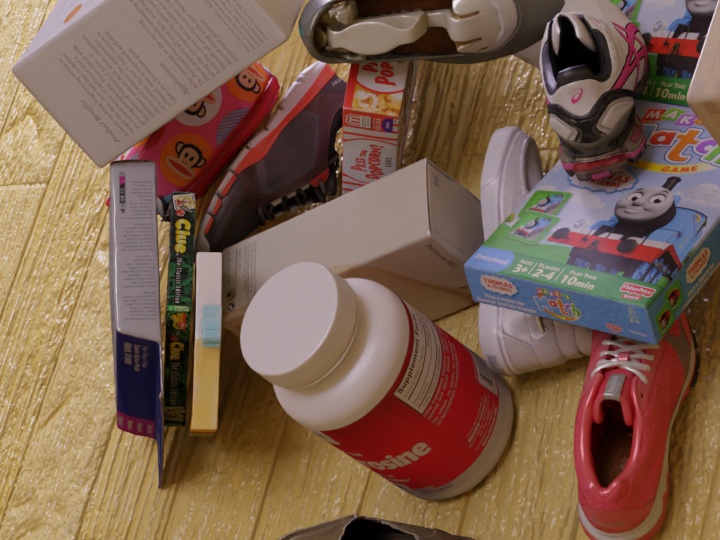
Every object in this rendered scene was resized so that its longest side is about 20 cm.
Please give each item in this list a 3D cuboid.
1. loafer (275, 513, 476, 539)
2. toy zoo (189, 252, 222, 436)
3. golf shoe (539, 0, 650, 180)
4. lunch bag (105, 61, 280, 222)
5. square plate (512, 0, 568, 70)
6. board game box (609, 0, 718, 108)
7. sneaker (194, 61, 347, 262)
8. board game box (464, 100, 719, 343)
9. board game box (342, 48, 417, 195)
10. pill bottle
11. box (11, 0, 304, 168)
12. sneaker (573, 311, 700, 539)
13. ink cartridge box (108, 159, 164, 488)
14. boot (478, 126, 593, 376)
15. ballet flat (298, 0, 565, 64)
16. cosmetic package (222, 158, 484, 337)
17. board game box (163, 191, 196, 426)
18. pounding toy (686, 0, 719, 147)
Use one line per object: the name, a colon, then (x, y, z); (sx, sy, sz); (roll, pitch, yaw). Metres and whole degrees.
loafer: (-0.003, 0.207, 1.540); (0.199, 0.067, 0.076); (-12, 57, 37)
toy zoo: (-0.118, 0.059, 1.650); (0.200, 0.020, 0.132); (131, 140, -83)
golf shoe: (0.163, -0.152, 1.518); (0.072, 0.092, 0.200); (-14, 33, 12)
lunch bag: (-0.151, -0.115, 1.818); (0.176, 0.082, 0.200); (-51, 12, 2)
square plate: (0.130, -0.258, 1.658); (0.201, 0.197, 0.028); (-67, 9, -14)
board game box: (0.255, -0.205, 1.594); (0.151, 0.037, 0.201); (11, 72, 42)
sneaker: (-0.061, -0.076, 1.759); (0.200, 0.082, 0.077); (-54, 1, -11)
board game box: (0.188, -0.039, 1.475); (0.151, 0.037, 0.200); (13, 46, 39)
board game box: (0.023, -0.172, 1.705); (0.046, 0.152, 0.201); (8, 63, 3)
pill bottle: (0.011, 0.075, 1.514); (0.112, 0.200, 0.113); (-22, 50, 30)
box: (-0.145, -0.198, 1.660); (0.199, 0.106, 0.153); (-31, 22, 28)
sneaker: (0.181, 0.080, 1.432); (0.073, 0.087, 0.201); (1, 66, 17)
ink cartridge box: (-0.177, 0.046, 1.707); (0.043, 0.197, 0.201); (0, 63, -6)
boot: (0.141, -0.020, 1.568); (0.095, 0.074, 0.201); (-10, 61, 25)
ballet flat: (0.054, -0.178, 1.585); (0.198, 0.068, 0.064); (-4, 20, 1)
cosmetic package: (0.000, 0.000, 1.646); (0.199, 0.103, 0.074); (-23, 51, 31)
board game box: (-0.144, 0.034, 1.704); (0.023, 0.200, 0.105); (0, 61, -6)
pounding toy: (0.323, -0.104, 1.383); (0.142, 0.184, 0.201); (-4, 53, 41)
